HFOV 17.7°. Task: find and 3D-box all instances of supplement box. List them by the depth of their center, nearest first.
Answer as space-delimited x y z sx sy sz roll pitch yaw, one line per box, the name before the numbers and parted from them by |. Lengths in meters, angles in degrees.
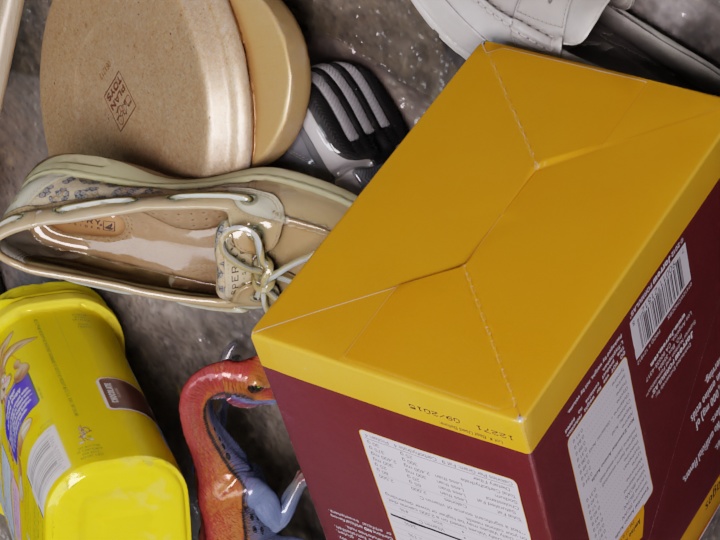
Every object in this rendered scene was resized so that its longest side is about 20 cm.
supplement box | 0.080 0.045 1.029 0.133 0.197 0.200 17 143 30

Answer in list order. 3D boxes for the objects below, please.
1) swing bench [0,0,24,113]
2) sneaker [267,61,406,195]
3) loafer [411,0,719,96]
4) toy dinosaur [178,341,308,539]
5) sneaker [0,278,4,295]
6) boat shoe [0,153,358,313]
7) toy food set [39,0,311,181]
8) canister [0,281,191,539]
swing bench | -0.267 -0.203 1.254 0.199 0.130 0.200 22 88 29
sneaker | 0.000 0.000 1.200 0.115 0.075 0.200 -34 77 46
loafer | 0.101 -0.111 1.071 0.200 0.070 0.070 37 133 7
toy dinosaur | -0.055 0.133 1.242 0.105 0.200 0.182 2 147 30
sneaker | -0.251 -0.023 1.325 0.091 0.076 0.200 11 152 31
boat shoe | -0.081 -0.009 1.131 0.200 0.063 0.073 5 121 16
toy food set | -0.108 -0.093 1.216 0.198 0.049 0.200 50 134 34
canister | -0.155 0.116 1.280 0.200 0.086 0.149 -126 33 -58
